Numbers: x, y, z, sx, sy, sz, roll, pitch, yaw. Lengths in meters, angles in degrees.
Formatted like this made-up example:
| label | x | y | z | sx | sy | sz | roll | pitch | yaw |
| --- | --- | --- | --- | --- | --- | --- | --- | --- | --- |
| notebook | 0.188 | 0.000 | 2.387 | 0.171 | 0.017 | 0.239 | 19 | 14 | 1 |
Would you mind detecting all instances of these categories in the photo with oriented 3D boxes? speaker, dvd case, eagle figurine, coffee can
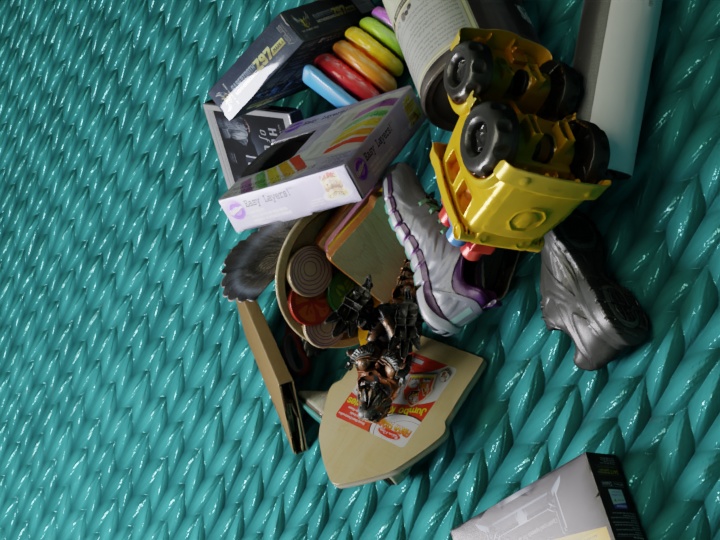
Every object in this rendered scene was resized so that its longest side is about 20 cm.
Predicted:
| label | x | y | z | sx | sy | sz | roll | pitch | yaw |
| --- | --- | --- | --- | --- | --- | --- | --- | --- | --- |
| speaker | 0.252 | -0.194 | 1.347 | 0.081 | 0.081 | 0.201 | 9 | 89 | 50 |
| dvd case | -0.127 | -0.148 | 1.761 | 0.200 | 0.025 | 0.151 | 15 | 126 | 50 |
| eagle figurine | -0.057 | -0.022 | 1.608 | 0.152 | 0.151 | 0.200 | 45 | 108 | 33 |
| coffee can | 0.109 | -0.276 | 1.481 | 0.146 | 0.146 | 0.200 | -43 | 52 | 34 |

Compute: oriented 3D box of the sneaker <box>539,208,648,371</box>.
| label | x | y | z | sx | sy | sz | roll | pitch | yaw |
| --- | --- | --- | --- | --- | --- | --- | --- | --- | --- |
| sneaker | 0.210 | 0.013 | 1.354 | 0.091 | 0.076 | 0.200 | -52 | 44 | 37 |

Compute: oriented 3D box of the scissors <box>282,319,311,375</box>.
| label | x | y | z | sx | sy | sz | roll | pitch | yaw |
| --- | --- | --- | --- | --- | --- | --- | --- | --- | --- |
| scissors | -0.097 | 0.047 | 1.744 | 0.073 | 0.014 | 0.200 | -53 | 48 | 30 |

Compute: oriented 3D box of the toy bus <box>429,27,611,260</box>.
| label | x | y | z | sx | sy | sz | roll | pitch | yaw |
| --- | --- | --- | --- | --- | --- | --- | --- | --- | --- |
| toy bus | 0.132 | -0.111 | 1.321 | 0.192 | 0.135 | 0.200 | -55 | 38 | 43 |

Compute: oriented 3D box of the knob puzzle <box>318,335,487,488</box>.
| label | x | y | z | sx | sy | sz | roll | pitch | yaw |
| --- | --- | --- | --- | --- | --- | --- | --- | --- | --- |
| knob puzzle | 0.033 | 0.165 | 1.507 | 0.219 | 0.030 | 0.220 | -24 | 40 | 22 |

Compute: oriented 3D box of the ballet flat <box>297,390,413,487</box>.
| label | x | y | z | sx | sy | sz | roll | pitch | yaw |
| --- | --- | --- | --- | --- | --- | --- | --- | --- | --- |
| ballet flat | 0.001 | 0.184 | 1.575 | 0.062 | 0.067 | 0.200 | -47 | 46 | -7 |

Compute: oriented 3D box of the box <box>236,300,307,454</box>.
| label | x | y | z | sx | sy | sz | roll | pitch | yaw |
| --- | --- | --- | --- | --- | --- | --- | --- | --- | --- |
| box | -0.116 | 0.108 | 1.668 | 0.164 | 0.021 | 0.200 | 83 | 165 | -52 |

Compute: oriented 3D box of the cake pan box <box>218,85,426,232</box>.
| label | x | y | z | sx | sy | sz | roll | pitch | yaw |
| --- | --- | --- | --- | --- | --- | --- | --- | --- | --- |
| cake pan box | -0.044 | -0.126 | 1.524 | 0.200 | 0.184 | 0.052 | -12 | 116 | 38 |

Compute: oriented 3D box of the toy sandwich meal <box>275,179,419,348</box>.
| label | x | y | z | sx | sy | sz | roll | pitch | yaw |
| --- | --- | --- | --- | --- | --- | --- | --- | --- | --- |
| toy sandwich meal | 0.000 | 0.000 | 1.513 | 0.070 | 0.205 | 0.206 | 29 | 103 | 56 |

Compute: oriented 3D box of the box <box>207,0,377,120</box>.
| label | x | y | z | sx | sy | sz | roll | pitch | yaw |
| --- | --- | --- | --- | --- | --- | --- | --- | --- | --- |
| box | -0.080 | -0.272 | 1.668 | 0.051 | 0.200 | 0.158 | 51 | 126 | 4 |

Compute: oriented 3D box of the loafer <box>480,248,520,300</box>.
| label | x | y | z | sx | sy | sz | roll | pitch | yaw |
| --- | --- | --- | --- | --- | --- | --- | --- | --- | --- |
| loafer | 0.153 | -0.053 | 1.438 | 0.068 | 0.076 | 0.201 | 29 | 112 | 47 |

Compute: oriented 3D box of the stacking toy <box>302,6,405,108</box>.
| label | x | y | z | sx | sy | sz | roll | pitch | yaw |
| --- | --- | --- | --- | --- | --- | --- | --- | --- | --- |
| stacking toy | 0.028 | -0.280 | 1.627 | 0.200 | 0.110 | 0.116 | -53 | 2 | 4 |

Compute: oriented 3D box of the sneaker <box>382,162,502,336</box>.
| label | x | y | z | sx | sy | sz | roll | pitch | yaw |
| --- | --- | --- | --- | --- | --- | --- | --- | --- | --- |
| sneaker | 0.091 | -0.035 | 1.420 | 0.087 | 0.074 | 0.201 | -28 | 71 | 30 |

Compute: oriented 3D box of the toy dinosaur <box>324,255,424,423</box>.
| label | x | y | z | sx | sy | sz | roll | pitch | yaw |
| --- | --- | --- | --- | --- | --- | --- | --- | --- | --- |
| toy dinosaur | 0.027 | 0.063 | 1.467 | 0.102 | 0.136 | 0.201 | -6 | 75 | 13 |

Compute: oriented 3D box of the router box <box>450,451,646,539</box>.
| label | x | y | z | sx | sy | sz | roll | pitch | yaw |
| --- | --- | --- | --- | --- | --- | --- | --- | --- | --- |
| router box | 0.191 | 0.292 | 1.319 | 0.200 | 0.052 | 0.158 | -38 | 54 | 37 |
